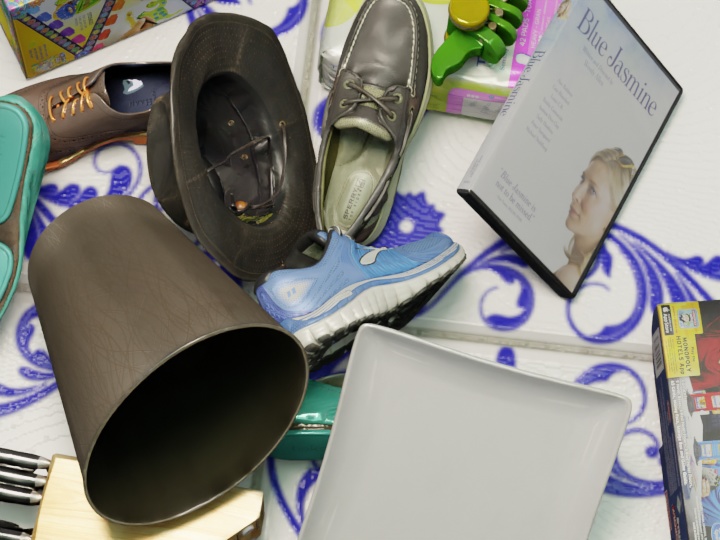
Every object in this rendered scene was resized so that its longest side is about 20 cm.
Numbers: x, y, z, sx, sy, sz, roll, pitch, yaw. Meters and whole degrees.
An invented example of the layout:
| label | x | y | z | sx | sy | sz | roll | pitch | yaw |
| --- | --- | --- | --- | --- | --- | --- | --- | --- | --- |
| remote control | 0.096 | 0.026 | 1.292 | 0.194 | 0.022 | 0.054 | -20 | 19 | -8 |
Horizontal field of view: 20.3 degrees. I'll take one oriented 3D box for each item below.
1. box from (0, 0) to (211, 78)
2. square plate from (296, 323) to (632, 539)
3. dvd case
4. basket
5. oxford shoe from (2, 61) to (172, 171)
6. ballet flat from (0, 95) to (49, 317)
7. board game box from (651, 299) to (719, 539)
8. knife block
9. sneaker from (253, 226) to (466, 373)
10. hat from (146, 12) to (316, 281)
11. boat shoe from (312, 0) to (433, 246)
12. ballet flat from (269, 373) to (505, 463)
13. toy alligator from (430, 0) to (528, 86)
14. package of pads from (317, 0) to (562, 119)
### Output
| label | x | y | z | sx | sy | sz | roll | pitch | yaw |
| --- | --- | --- | --- | --- | --- | --- | --- | --- | --- |
| box | -0.217 | -0.291 | 1.560 | 0.192 | 0.122 | 0.200 | -25 | 73 | -11 |
| square plate | 0.068 | 0.152 | 1.414 | 0.198 | 0.028 | 0.201 | 16 | 103 | -1 |
| dvd case | 0.161 | -0.099 | 1.510 | 0.143 | 0.018 | 0.200 | 42 | 68 | -35 |
| basket | -0.148 | 0.046 | 1.404 | 0.180 | 0.136 | 0.200 | -45 | 45 | 10 |
| oxford shoe | -0.215 | -0.127 | 1.526 | 0.199 | 0.073 | 0.071 | -14 | 71 | -7 |
| ballet flat | -0.269 | -0.029 | 1.478 | 0.067 | 0.070 | 0.201 | 17 | 96 | 9 |
| board game box | 0.320 | 0.121 | 1.464 | 0.199 | 0.062 | 0.201 | -3 | 70 | -4 |
| knife block | -0.191 | 0.163 | 1.429 | 0.200 | 0.064 | 0.176 | -33 | 75 | -12 |
| sneaker | 0.000 | 0.000 | 1.448 | 0.089 | 0.079 | 0.200 | 52 | 38 | 13 |
| hat | -0.110 | -0.087 | 1.489 | 0.081 | 0.200 | 0.201 | -6 | 66 | 33 |
| boat shoe | 0.008 | -0.110 | 1.489 | 0.072 | 0.066 | 0.201 | 15 | 102 | 5 |
| ballet flat | 0.025 | 0.107 | 1.459 | 0.199 | 0.067 | 0.071 | 7 | 56 | -2 |
| toy alligator | 0.105 | -0.221 | 1.506 | 0.054 | 0.059 | 0.200 | 18 | 69 | 5 |
| package of pads | 0.074 | -0.198 | 1.565 | 0.199 | 0.068 | 0.155 | 11 | 69 | 2 |
